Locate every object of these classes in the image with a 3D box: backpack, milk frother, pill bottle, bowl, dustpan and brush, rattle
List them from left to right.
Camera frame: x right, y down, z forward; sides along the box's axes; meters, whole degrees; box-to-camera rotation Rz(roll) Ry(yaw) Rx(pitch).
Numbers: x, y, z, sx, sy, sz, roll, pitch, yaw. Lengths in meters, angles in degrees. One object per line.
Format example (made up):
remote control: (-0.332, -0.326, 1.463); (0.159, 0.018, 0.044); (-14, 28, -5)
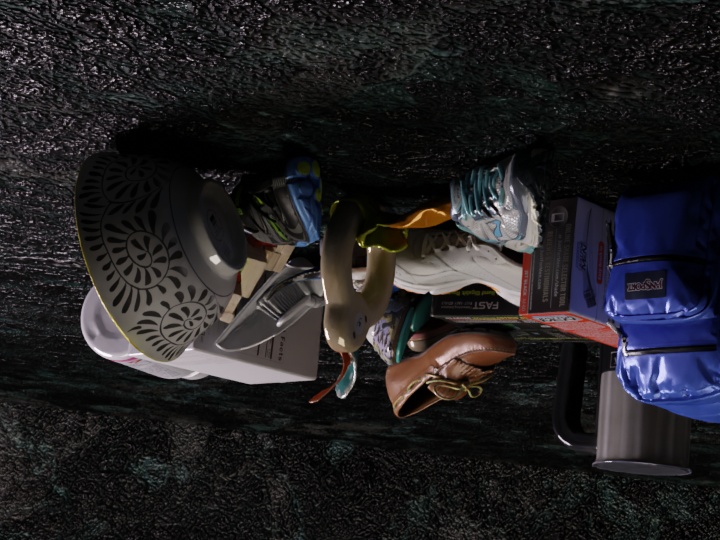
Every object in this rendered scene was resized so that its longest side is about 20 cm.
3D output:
pill bottle: (-0.255, 0.075, 2.161); (0.113, 0.114, 0.200); (0, 166, 24)
bowl: (-0.163, -0.027, 1.532); (0.094, 0.201, 0.201); (-19, 159, 19)
dustpan and brush: (-0.069, 0.033, 1.954); (0.057, 0.140, 0.200); (44, -155, 6)
rattle: (0.032, 0.031, 1.602); (0.142, 0.200, 0.130); (5, 163, 9)
milk frother: (0.349, 0.151, 2.051); (0.200, 0.189, 0.180); (14, 166, -35)
backpack: (0.290, 0.026, 1.468); (0.168, 0.201, 0.162); (15, 166, -36)

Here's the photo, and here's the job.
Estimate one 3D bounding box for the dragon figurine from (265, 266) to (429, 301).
dragon figurine: (0.000, 0.000, 1.816); (0.199, 0.059, 0.099); (2, 166, -3)

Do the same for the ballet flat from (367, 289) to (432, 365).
ballet flat: (0.034, 0.055, 1.908); (0.072, 0.072, 0.200); (3, -164, 14)

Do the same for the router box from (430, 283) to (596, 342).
router box: (0.199, 0.036, 1.886); (0.200, 0.062, 0.150); (-1, 167, 31)

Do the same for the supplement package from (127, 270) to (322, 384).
supplement package: (-0.156, 0.058, 2.019); (0.121, 0.120, 0.200); (-7, 162, 42)

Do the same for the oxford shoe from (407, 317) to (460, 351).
oxford shoe: (0.114, 0.090, 2.046); (0.070, 0.075, 0.200); (-4, 180, 31)

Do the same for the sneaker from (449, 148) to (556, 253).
sneaker: (0.118, -0.056, 1.468); (0.086, 0.078, 0.200); (9, 168, 2)

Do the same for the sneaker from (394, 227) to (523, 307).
sneaker: (0.109, -0.023, 1.678); (0.199, 0.076, 0.092); (7, 147, 5)

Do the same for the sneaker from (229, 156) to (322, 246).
sneaker: (-0.078, -0.057, 1.565); (0.082, 0.071, 0.200); (1, 172, -9)

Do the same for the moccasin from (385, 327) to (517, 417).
moccasin: (0.101, 0.117, 1.931); (0.074, 0.078, 0.201); (16, 150, -40)

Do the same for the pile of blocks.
pile of blocks: (-0.123, -0.021, 1.715); (0.082, 0.062, 0.200); (33, -153, 5)

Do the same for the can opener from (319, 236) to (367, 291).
can opener: (0.060, -0.013, 1.746); (0.199, 0.067, 0.053); (-1, 180, -8)

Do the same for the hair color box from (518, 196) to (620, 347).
hair color box: (0.238, 0.009, 1.627); (0.064, 0.111, 0.200); (-6, 163, 42)
